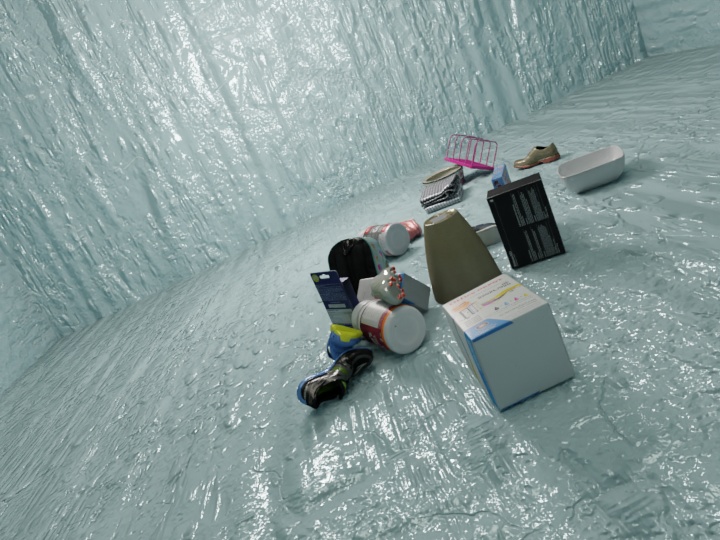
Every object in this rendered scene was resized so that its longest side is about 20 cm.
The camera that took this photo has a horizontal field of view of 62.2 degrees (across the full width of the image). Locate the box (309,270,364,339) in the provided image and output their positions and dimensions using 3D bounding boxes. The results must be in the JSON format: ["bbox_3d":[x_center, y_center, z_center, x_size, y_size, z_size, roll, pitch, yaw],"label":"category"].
[{"bbox_3d":[-0.051,0.086,1.552,0.032,0.202,0.120,-35,19,-36],"label":"box"}]

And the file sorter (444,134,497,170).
[{"bbox_3d":[0.496,-0.532,2.663,0.137,0.127,0.200,-2,20,-30],"label":"file sorter"}]

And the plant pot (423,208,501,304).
[{"bbox_3d":[0.240,-0.047,1.536,0.185,0.202,0.188,-24,16,7],"label":"plant pot"}]

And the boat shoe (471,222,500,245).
[{"bbox_3d":[0.332,-0.100,1.796,0.198,0.076,0.062,-21,18,11],"label":"boat shoe"}]

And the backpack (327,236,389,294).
[{"bbox_3d":[0.000,0.000,1.755,0.174,0.202,0.153,-18,1,30],"label":"backpack"}]

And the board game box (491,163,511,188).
[{"bbox_3d":[0.426,-0.192,1.711,0.036,0.202,0.151,-18,17,23],"label":"board game box"}]

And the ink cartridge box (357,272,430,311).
[{"bbox_3d":[0.070,0.066,1.568,0.199,0.115,0.069,-10,62,43],"label":"ink cartridge box"}]

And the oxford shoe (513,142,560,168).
[{"bbox_3d":[0.700,-0.464,2.397,0.198,0.075,0.070,-11,21,42],"label":"oxford shoe"}]

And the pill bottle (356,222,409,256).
[{"bbox_3d":[0.074,-0.107,2.142,0.113,0.115,0.199,-35,18,-31],"label":"pill bottle"}]

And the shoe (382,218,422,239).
[{"bbox_3d":[0.158,-0.152,2.253,0.090,0.072,0.200,-27,21,-12],"label":"shoe"}]

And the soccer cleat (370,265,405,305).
[{"bbox_3d":[0.059,0.046,1.398,0.077,0.070,0.200,-34,10,11],"label":"soccer cleat"}]

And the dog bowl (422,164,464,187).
[{"bbox_3d":[0.385,-0.410,2.718,0.198,0.074,0.200,-23,17,7],"label":"dog bowl"}]

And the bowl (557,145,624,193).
[{"bbox_3d":[0.728,-0.313,1.873,0.198,0.075,0.200,-20,17,22],"label":"bowl"}]

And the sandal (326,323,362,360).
[{"bbox_3d":[-0.043,0.175,1.425,0.078,0.088,0.200,16,-8,-1],"label":"sandal"}]

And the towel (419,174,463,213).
[{"bbox_3d":[0.337,-0.324,2.492,0.164,0.086,0.200,-20,17,22],"label":"towel"}]

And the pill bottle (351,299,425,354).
[{"bbox_3d":[0.060,0.127,1.418,0.109,0.111,0.199,-31,16,-21],"label":"pill bottle"}]

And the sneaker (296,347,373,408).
[{"bbox_3d":[-0.046,0.242,1.320,0.198,0.071,0.082,-31,38,-27],"label":"sneaker"}]

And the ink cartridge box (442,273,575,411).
[{"bbox_3d":[0.257,0.120,1.072,0.146,0.146,0.200,-26,15,0],"label":"ink cartridge box"}]

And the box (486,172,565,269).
[{"bbox_3d":[0.416,-0.124,1.506,0.140,0.202,0.079,-18,17,18],"label":"box"}]
